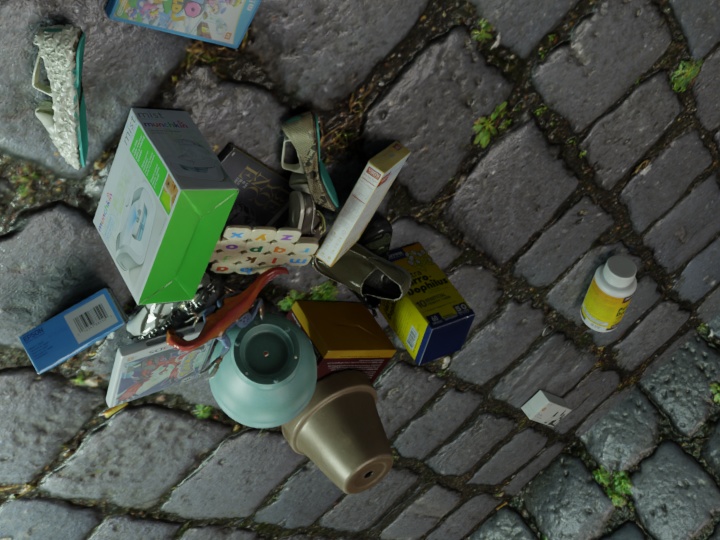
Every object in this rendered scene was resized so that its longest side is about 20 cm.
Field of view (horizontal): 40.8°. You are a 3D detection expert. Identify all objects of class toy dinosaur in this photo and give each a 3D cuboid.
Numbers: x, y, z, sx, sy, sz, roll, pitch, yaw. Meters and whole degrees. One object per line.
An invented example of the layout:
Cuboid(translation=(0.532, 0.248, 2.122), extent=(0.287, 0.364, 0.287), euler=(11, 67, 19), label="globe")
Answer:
Cuboid(translation=(-0.232, 0.069, 1.565), extent=(0.202, 0.104, 0.181), euler=(-56, 172, 22), label="toy dinosaur")

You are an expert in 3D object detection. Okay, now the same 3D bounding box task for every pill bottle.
Cuboid(translation=(0.638, 0.057, 2.471), extent=(0.108, 0.110, 0.202), euler=(-21, 144, -24), label="pill bottle")

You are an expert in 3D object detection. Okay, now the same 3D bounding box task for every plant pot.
Cuboid(translation=(-0.028, 0.320, 1.832), extent=(0.197, 0.176, 0.202), euler=(-24, 145, -18), label="plant pot")
Cuboid(translation=(-0.167, 0.160, 1.689), extent=(0.198, 0.203, 0.135), euler=(-26, 165, -17), label="plant pot")

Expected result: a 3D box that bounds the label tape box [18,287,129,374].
Cuboid(translation=(-0.431, 0.089, 1.477), extent=(0.142, 0.067, 0.200), euler=(-31, -174, -11), label="label tape box")

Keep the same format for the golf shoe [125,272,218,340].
Cuboid(translation=(-0.319, 0.039, 1.553), extent=(0.198, 0.095, 0.078), euler=(-31, -165, 28), label="golf shoe")

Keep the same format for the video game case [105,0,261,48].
Cuboid(translation=(-0.204, -0.359, 1.204), extent=(0.198, 0.018, 0.144), euler=(1, 130, -46), label="video game case")

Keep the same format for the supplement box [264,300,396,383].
Cuboid(translation=(-0.075, 0.180, 1.899), extent=(0.195, 0.133, 0.201), euler=(4, 129, -47), label="supplement box")

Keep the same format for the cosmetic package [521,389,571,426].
Cuboid(translation=(0.560, 0.416, 2.901), extent=(0.083, 0.051, 0.199), euler=(-47, 147, 13), label="cosmetic package")

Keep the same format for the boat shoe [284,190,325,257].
Cuboid(translation=(-0.089, -0.073, 1.584), extent=(0.058, 0.073, 0.201), euler=(-3, 157, -11), label="boat shoe")

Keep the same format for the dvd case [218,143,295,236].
Cuboid(translation=(-0.192, -0.107, 1.534), extent=(0.149, 0.016, 0.199), euler=(-45, 148, 11), label="dvd case")

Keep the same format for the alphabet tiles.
Cuboid(translation=(-0.171, -0.034, 1.552), extent=(0.196, 0.015, 0.196), euler=(2, 159, -16), label="alphabet tiles")

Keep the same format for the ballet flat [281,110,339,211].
Cuboid(translation=(-0.087, -0.168, 1.531), extent=(0.074, 0.069, 0.202), euler=(-12, 140, 2), label="ballet flat")

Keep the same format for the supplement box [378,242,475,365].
Cuboid(translation=(0.114, 0.063, 1.875), extent=(0.107, 0.201, 0.111), euler=(-16, 143, -29), label="supplement box")

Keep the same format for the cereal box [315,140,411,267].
Cuboid(translation=(0.005, -0.115, 1.640), extent=(0.202, 0.039, 0.144), euler=(-59, 173, 28), label="cereal box")

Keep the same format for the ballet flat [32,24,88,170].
Cuboid(translation=(-0.370, -0.217, 1.192), extent=(0.071, 0.072, 0.202), euler=(-17, 140, -29), label="ballet flat")

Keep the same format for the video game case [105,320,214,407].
Cuboid(translation=(-0.343, 0.161, 1.674), extent=(0.179, 0.023, 0.201), euler=(-17, 156, -30), label="video game case")

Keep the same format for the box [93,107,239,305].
Cuboid(translation=(-0.270, -0.089, 1.328), extent=(0.095, 0.177, 0.202), euler=(-4, 136, -41), label="box")

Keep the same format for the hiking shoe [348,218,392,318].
Cuboid(translation=(0.036, -0.006, 1.805), extent=(0.075, 0.101, 0.202), euler=(-19, 143, -27), label="hiking shoe")

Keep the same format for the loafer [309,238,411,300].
Cuboid(translation=(0.000, 0.000, 1.726), extent=(0.196, 0.070, 0.076), euler=(18, 110, -5), label="loafer")
